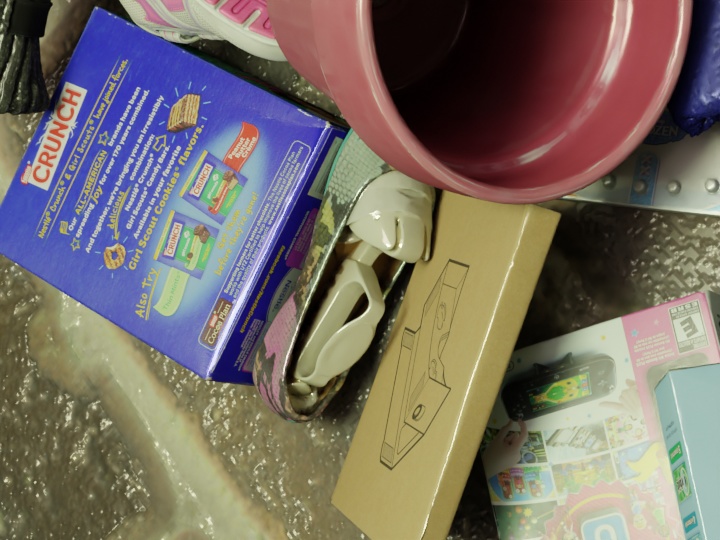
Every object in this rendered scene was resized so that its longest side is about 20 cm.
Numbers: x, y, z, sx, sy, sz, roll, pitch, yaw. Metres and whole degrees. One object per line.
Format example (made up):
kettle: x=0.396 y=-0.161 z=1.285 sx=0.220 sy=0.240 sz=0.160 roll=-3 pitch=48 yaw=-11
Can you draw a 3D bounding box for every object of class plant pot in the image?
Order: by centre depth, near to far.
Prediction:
plant pot: x=0.045 y=-0.144 z=1.015 sx=0.179 sy=0.200 sz=0.200 roll=20 pitch=91 yaw=61

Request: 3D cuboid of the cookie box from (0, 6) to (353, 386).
cookie box: x=-0.111 y=-0.047 z=1.186 sx=0.200 sy=0.075 sz=0.171 roll=29 pitch=96 yaw=30

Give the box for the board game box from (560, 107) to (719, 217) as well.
board game box: x=0.169 y=-0.134 z=1.074 sx=0.200 sy=0.026 sz=0.200 roll=8 pitch=85 yaw=30

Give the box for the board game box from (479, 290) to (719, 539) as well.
board game box: x=0.150 y=0.128 z=1.017 sx=0.147 sy=0.064 sz=0.200 roll=-20 pitch=72 yaw=26

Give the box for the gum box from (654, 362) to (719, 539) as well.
gum box: x=0.246 y=0.135 z=0.928 sx=0.170 sy=0.045 sz=0.200 roll=-9 pitch=74 yaw=-5

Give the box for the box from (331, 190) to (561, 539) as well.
box: x=0.043 y=0.053 z=1.053 sx=0.163 sy=0.021 sz=0.200 roll=-157 pitch=87 yaw=-75

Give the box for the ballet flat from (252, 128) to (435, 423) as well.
ballet flat: x=0.000 y=0.000 z=1.115 sx=0.071 sy=0.069 sz=0.200 roll=38 pitch=105 yaw=57

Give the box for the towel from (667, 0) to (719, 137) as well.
towel: x=0.204 y=-0.187 z=1.026 sx=0.148 sy=0.050 sz=0.200 roll=-27 pitch=68 yaw=29

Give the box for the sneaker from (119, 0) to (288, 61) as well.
sneaker: x=-0.093 y=-0.176 z=1.148 sx=0.081 sy=0.088 sz=0.200 roll=-36 pitch=57 yaw=-24

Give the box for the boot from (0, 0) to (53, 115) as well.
boot: x=-0.216 y=-0.190 z=1.231 sx=0.079 sy=0.211 sz=0.158 roll=7 pitch=107 yaw=6
